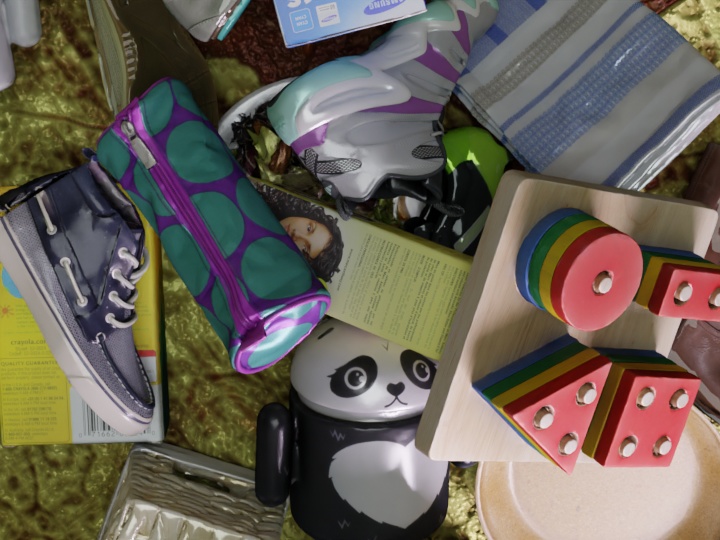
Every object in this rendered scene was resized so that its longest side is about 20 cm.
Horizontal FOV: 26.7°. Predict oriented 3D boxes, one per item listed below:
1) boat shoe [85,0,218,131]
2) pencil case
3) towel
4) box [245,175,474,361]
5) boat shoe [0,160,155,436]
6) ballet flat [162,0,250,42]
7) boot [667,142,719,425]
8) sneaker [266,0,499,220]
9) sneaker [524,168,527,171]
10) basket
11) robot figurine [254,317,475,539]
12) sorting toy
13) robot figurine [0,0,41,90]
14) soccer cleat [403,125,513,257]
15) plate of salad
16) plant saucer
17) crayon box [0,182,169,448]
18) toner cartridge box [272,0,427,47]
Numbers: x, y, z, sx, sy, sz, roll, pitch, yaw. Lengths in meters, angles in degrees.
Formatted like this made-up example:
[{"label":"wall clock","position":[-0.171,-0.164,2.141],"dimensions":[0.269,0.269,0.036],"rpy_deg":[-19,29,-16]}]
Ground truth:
[{"label":"boat shoe","position":[-0.161,-0.154,1.120],"dimensions":[0.073,0.063,0.201],"rpy_deg":[-25,106,-24]},{"label":"pencil case","position":[-0.103,-0.031,1.034],"dimensions":[0.085,0.092,0.200],"rpy_deg":[-39,74,14]},{"label":"towel","position":[0.154,-0.140,1.092],"dimensions":[0.147,0.024,0.200],"rpy_deg":[-43,63,4]},{"label":"box","position":[0.000,0.000,1.067],"dimensions":[0.199,0.050,0.076],"rpy_deg":[20,97,21]},{"label":"boat shoe","position":[-0.182,0.016,1.085],"dimensions":[0.093,0.075,0.200],"rpy_deg":[-30,99,11]},{"label":"ballet flat","position":[-0.060,-0.244,1.019],"dimensions":[0.064,0.067,0.200],"rpy_deg":[41,95,-5]},{"label":"boot","position":[0.304,0.019,1.163],"dimensions":[0.186,0.064,0.200],"rpy_deg":[30,93,-9]},{"label":"sneaker","position":[0.044,-0.104,1.073],"dimensions":[0.200,0.078,0.140],"rpy_deg":[-33,93,-22]},{"label":"sneaker","position":[0.149,-0.021,1.135],"dimensions":[0.077,0.085,0.201],"rpy_deg":[0,99,0]},{"label":"basket","position":[-0.146,0.251,1.155],"dimensions":[0.135,0.123,0.201],"rpy_deg":[19,98,-5]},{"label":"robot figurine","position":[0.007,0.130,1.129],"dimensions":[0.124,0.150,0.201],"rpy_deg":[10,112,25]},{"label":"sorting toy","position":[0.158,0.048,1.027],"dimensions":[0.198,0.070,0.201],"rpy_deg":[6,108,-38]},{"label":"robot figurine","position":[-0.312,-0.185,1.079],"dimensions":[0.169,0.113,0.201],"rpy_deg":[-12,100,-10]},{"label":"soccer cleat","position":[0.075,-0.007,1.138],"dimensions":[0.081,0.068,0.201],"rpy_deg":[-9,100,-18]},{"label":"plate of salad","position":[-0.032,-0.047,1.145],"dimensions":[0.199,0.048,0.201],"rpy_deg":[0,100,-1]},{"label":"plant saucer","position":[0.189,0.166,1.178],"dimensions":[0.199,0.035,0.201],"rpy_deg":[2,112,6]},{"label":"crayon box","position":[-0.213,0.030,1.151],"dimensions":[0.126,0.051,0.201],"rpy_deg":[-1,101,-2]},{"label":"toner cartridge box","position":[-0.011,-0.190,1.043],"dimensions":[0.095,0.200,0.043],"rpy_deg":[-15,101,2]}]
